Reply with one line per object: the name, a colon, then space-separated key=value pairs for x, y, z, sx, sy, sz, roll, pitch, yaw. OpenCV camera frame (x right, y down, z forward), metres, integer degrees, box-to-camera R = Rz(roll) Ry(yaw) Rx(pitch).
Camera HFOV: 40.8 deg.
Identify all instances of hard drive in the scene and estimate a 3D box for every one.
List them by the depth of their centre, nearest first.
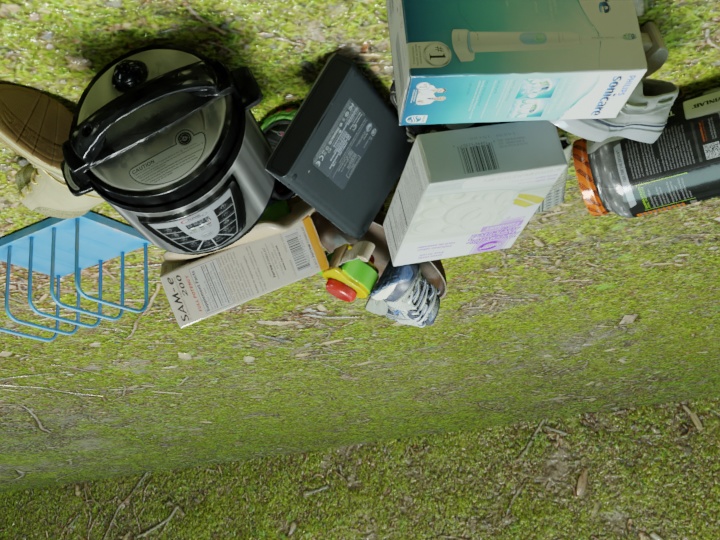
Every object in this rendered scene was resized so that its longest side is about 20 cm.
hard drive: x=-0.012 y=-0.127 z=1.056 sx=0.033 sy=0.140 sz=0.200 roll=28 pitch=176 yaw=29

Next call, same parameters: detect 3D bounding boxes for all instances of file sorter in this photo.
file sorter: x=-0.411 y=0.013 z=1.351 sx=0.199 sy=0.123 sz=0.139 roll=-16 pitch=156 yaw=30

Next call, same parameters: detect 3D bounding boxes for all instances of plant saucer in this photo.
plant saucer: x=0.028 y=-0.028 z=1.241 sx=0.200 sy=0.032 sz=0.200 roll=28 pitch=161 yaw=11

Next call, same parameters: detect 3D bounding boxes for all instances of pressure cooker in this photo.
pressure cooker: x=-0.188 y=-0.122 z=0.960 sx=0.178 sy=0.176 sz=0.200 roll=17 pitch=164 yaw=16

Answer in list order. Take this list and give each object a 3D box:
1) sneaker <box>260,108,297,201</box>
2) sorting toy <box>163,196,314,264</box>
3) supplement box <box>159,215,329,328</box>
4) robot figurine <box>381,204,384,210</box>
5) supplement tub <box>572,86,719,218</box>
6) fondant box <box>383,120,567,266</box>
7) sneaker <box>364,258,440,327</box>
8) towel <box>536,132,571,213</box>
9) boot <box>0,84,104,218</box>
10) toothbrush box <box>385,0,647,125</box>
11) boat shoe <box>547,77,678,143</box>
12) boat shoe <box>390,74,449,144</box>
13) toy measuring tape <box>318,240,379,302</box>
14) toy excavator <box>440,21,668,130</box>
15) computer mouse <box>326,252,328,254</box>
sneaker: x=-0.113 y=-0.115 z=1.125 sx=0.077 sy=0.084 sz=0.200 roll=9 pitch=156 yaw=-32
sorting toy: x=-0.126 y=-0.070 z=1.203 sx=0.185 sy=0.037 sz=0.200 roll=-14 pitch=-167 yaw=33
supplement box: x=-0.150 y=-0.006 z=1.232 sx=0.199 sy=0.074 sz=0.126 roll=-22 pitch=-169 yaw=-6
robot figurine: x=0.032 y=-0.054 z=1.313 sx=0.145 sy=0.058 sz=0.200 roll=33 pitch=162 yaw=4
supplement tub: x=0.358 y=-0.133 z=1.131 sx=0.199 sy=0.123 sz=0.122 roll=-14 pitch=158 yaw=24
fondant box: x=0.113 y=-0.077 z=1.011 sx=0.144 sy=0.058 sz=0.200 roll=-9 pitch=160 yaw=-12
sneaker: x=0.062 y=0.025 z=1.175 sx=0.085 sy=0.077 sz=0.200 roll=30 pitch=171 yaw=3
towel: x=0.160 y=-0.094 z=1.164 sx=0.192 sy=0.035 sz=0.200 roll=-20 pitch=163 yaw=2
boot: x=-0.352 y=-0.123 z=1.069 sx=0.155 sy=0.073 sz=0.200 roll=-11 pitch=152 yaw=43
toothbrush box: x=0.128 y=-0.211 z=0.832 sx=0.199 sy=0.147 sz=0.085 roll=-4 pitch=161 yaw=-5
boat shoe: x=0.238 y=-0.169 z=0.931 sx=0.200 sy=0.074 sz=0.067 roll=-6 pitch=130 yaw=-49
boat shoe: x=0.082 y=-0.155 z=1.070 sx=0.074 sy=0.061 sz=0.200 roll=24 pitch=177 yaw=28
toy measuring tape: x=0.000 y=0.000 z=1.193 sx=0.073 sy=0.074 sz=0.200 roll=2 pitch=173 yaw=-18
toy excavator: x=0.186 y=-0.203 z=0.960 sx=0.200 sy=0.100 sz=0.194 roll=-27 pitch=153 yaw=28
computer mouse: x=-0.123 y=-0.020 z=1.446 sx=0.140 sy=0.046 sz=0.200 roll=-21 pitch=167 yaw=27
